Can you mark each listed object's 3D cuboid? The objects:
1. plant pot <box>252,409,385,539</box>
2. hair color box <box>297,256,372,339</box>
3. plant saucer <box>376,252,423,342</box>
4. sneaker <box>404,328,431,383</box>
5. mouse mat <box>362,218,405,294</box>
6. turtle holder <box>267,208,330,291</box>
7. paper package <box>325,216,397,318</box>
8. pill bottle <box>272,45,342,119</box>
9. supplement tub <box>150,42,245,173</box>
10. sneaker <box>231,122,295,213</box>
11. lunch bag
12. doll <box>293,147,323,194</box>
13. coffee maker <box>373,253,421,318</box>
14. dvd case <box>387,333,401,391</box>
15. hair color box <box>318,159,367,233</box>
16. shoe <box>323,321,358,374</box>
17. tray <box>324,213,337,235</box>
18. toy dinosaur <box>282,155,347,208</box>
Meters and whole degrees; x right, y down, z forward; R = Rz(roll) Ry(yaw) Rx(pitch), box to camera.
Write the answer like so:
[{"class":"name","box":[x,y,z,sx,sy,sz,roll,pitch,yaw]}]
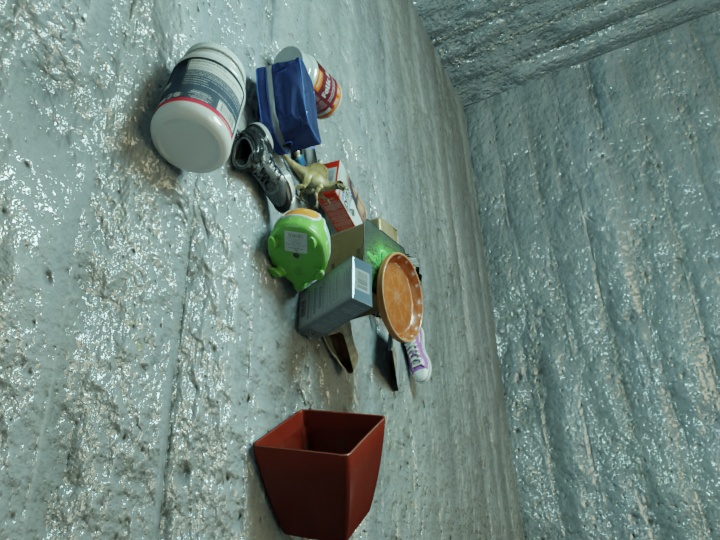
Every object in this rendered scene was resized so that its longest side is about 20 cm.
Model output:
[{"class":"plant pot","box":[-0.068,0.388,1.118,0.199,0.193,0.183,-15,103,-67]},{"class":"hair color box","box":[-0.057,0.063,1.285,0.059,0.198,0.102,23,52,-33]},{"class":"plant saucer","box":[0.089,0.063,1.367,0.199,0.031,0.208,26,60,-55]},{"class":"sneaker","box":[0.162,0.250,1.873,0.114,0.071,0.206,40,32,-49]},{"class":"mouse mat","box":[0.059,-0.010,1.377,0.199,0.007,0.167,33,52,-52]},{"class":"turtle holder","box":[-0.119,-0.046,1.285,0.188,0.137,0.134,60,27,-30]},{"class":"paper package","box":[0.000,0.000,1.470,0.103,0.186,0.207,33,47,-49]},{"class":"pill bottle","box":[-0.136,-0.481,1.523,0.199,0.111,0.118,21,57,-63]},{"class":"supplement tub","box":[-0.279,-0.289,1.047,0.141,0.136,0.205,51,33,-43]},{"class":"sneaker","box":[-0.211,-0.208,1.251,0.206,0.074,0.114,67,25,-8]},{"class":"lunch bag","box":[-0.172,-0.364,1.358,0.136,0.128,0.207,54,26,-71]},{"class":"doll","box":[-0.135,-0.292,1.500,0.135,0.047,0.207,16,63,-63]},{"class":"coffee maker","box":[0.093,0.037,1.778,0.197,0.133,0.199,-63,153,6]},{"class":"dvd case","box":[0.099,0.232,1.712,0.204,0.017,0.146,79,13,-47]},{"class":"hair color box","box":[-0.045,-0.173,1.551,0.202,0.062,0.114,59,29,-48]},{"class":"shoe","box":[-0.051,0.157,1.415,0.054,0.068,0.205,-75,147,-63]},{"class":"tray","box":[-0.046,-0.147,1.661,0.201,0.022,0.110,-63,135,-57]},{"class":"toy dinosaur","box":[-0.126,-0.217,1.436,0.104,0.195,0.058,-62,177,2]}]
